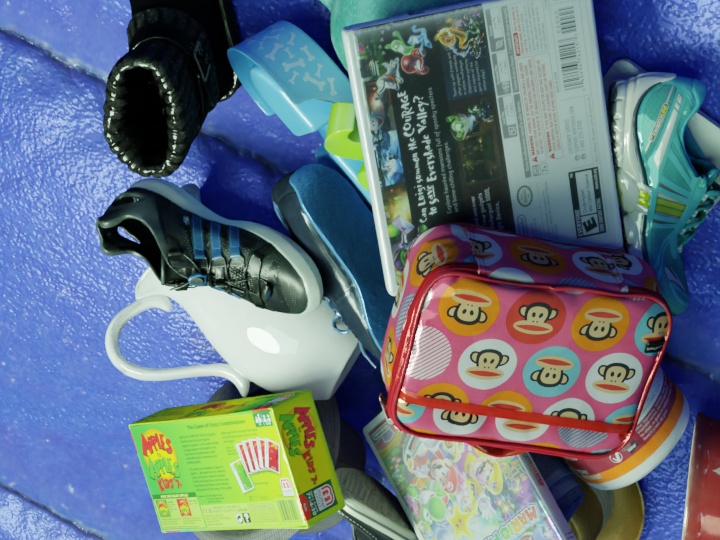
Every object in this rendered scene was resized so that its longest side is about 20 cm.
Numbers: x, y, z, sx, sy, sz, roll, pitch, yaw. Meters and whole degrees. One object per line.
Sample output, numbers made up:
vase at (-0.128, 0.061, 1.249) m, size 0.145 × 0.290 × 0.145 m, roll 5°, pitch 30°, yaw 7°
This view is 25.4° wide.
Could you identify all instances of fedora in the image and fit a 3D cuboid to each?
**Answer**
fedora at (-0.067, 0.178, 1.449) m, size 0.090 × 0.178 × 0.199 m, roll 27°, pitch 151°, yaw -37°
fedora at (0.148, 0.218, 1.406) m, size 0.199 × 0.082 × 0.202 m, roll 10°, pitch 122°, yaw 17°

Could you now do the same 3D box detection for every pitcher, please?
pitcher at (-0.103, 0.046, 1.366) m, size 0.199 × 0.121 × 0.173 m, roll 30°, pitch 85°, yaw 6°

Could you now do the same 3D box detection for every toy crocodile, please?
toy crocodile at (0.064, -0.075, 1.205) m, size 0.199 × 0.068 × 0.062 m, roll 26°, pitch 162°, yaw -8°

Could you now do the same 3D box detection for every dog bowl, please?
dog bowl at (-0.022, -0.115, 1.270) m, size 0.050 × 0.111 × 0.200 m, roll -44°, pitch 101°, yaw -10°

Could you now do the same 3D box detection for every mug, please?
mug at (0.366, 0.195, 1.301) m, size 0.198 × 0.177 × 0.135 m, roll 6°, pitch 85°, yaw 14°

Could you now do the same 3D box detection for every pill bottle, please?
pill bottle at (0.165, 0.073, 1.289) m, size 0.109 × 0.110 × 0.200 m, roll -33°, pitch 108°, yaw 34°

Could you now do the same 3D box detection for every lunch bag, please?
lunch bag at (0.115, 0.064, 1.176) m, size 0.198 × 0.082 × 0.177 m, roll 8°, pitch 121°, yaw -11°

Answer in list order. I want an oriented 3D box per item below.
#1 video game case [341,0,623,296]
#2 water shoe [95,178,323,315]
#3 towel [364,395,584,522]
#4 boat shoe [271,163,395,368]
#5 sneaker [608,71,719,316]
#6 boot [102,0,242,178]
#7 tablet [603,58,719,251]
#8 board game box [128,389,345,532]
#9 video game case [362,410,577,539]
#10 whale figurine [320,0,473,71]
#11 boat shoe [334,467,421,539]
video game case at (0.091, -0.095, 1.161) m, size 0.180 × 0.023 × 0.202 m, roll -12°, pitch 108°, yaw -4°
water shoe at (-0.123, -0.003, 1.275) m, size 0.199 × 0.079 × 0.072 m, roll 25°, pitch 136°, yaw 25°
towel at (0.094, 0.159, 1.350) m, size 0.200 × 0.048 × 0.112 m, roll 45°, pitch 115°, yaw 33°
boat shoe at (0.000, 0.000, 1.287) m, size 0.068 × 0.084 × 0.201 m, roll -6°, pitch 115°, yaw 56°
sneaker at (0.234, -0.052, 1.205) m, size 0.079 × 0.078 × 0.202 m, roll -5°, pitch 119°, yaw 12°
boot at (-0.161, -0.195, 1.242) m, size 0.079 × 0.158 × 0.213 m, roll -10°, pitch 115°, yaw 27°
tablet at (0.202, -0.059, 1.264) m, size 0.130 × 0.014 × 0.200 m, roll 35°, pitch 125°, yaw 0°
board game box at (-0.108, 0.164, 1.351) m, size 0.199 × 0.047 × 0.103 m, roll -11°, pitch 97°, yaw 46°
video game case at (0.089, 0.181, 1.304) m, size 0.143 × 0.018 × 0.201 m, roll -45°, pitch 66°, yaw 40°
whale figurine at (0.027, -0.221, 1.184) m, size 0.158 × 0.104 × 0.202 m, roll -2°, pitch 117°, yaw 24°
boat shoe at (0.022, 0.233, 1.389) m, size 0.062 × 0.075 × 0.200 m, roll -41°, pitch 138°, yaw 5°
